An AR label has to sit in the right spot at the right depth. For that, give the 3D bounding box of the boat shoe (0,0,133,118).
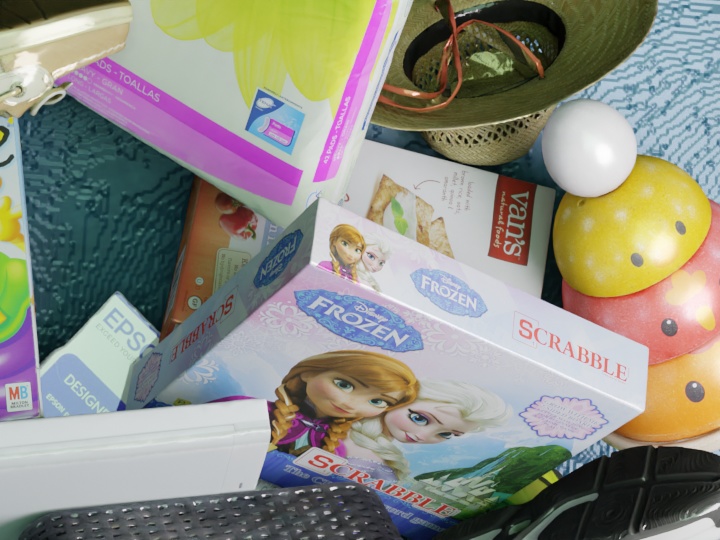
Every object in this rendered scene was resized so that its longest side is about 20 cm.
[{"bbox_3d":[-0.203,-0.086,1.111,0.199,0.073,0.064,-23,112,-19],"label":"boat shoe"}]

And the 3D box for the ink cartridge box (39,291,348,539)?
[{"bbox_3d":[-0.134,0.150,1.224,0.198,0.043,0.200,45,80,-5],"label":"ink cartridge box"}]

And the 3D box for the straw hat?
[{"bbox_3d":[0.071,-0.108,1.249,0.200,0.201,0.086,-21,131,-10],"label":"straw hat"}]

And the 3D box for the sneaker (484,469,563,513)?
[{"bbox_3d":[0.120,0.203,1.260,0.083,0.074,0.201,-27,97,20],"label":"sneaker"}]

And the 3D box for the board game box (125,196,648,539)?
[{"bbox_3d":[0.010,0.060,1.153,0.199,0.199,0.041,23,53,-22],"label":"board game box"}]

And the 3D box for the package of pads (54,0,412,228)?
[{"bbox_3d":[-0.077,-0.137,1.157,0.199,0.068,0.155,30,120,17],"label":"package of pads"}]

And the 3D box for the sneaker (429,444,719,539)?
[{"bbox_3d":[0.131,0.168,1.171,0.200,0.076,0.116,-24,113,32],"label":"sneaker"}]

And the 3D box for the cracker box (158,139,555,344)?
[{"bbox_3d":[0.000,0.000,1.231,0.198,0.058,0.135,14,65,-9],"label":"cracker box"}]

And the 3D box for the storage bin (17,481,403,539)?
[{"bbox_3d":[-0.071,0.196,1.140,0.198,0.094,0.136,-5,116,-17],"label":"storage bin"}]

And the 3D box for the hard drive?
[{"bbox_3d":[-0.151,0.107,1.137,0.198,0.132,0.026,-5,65,-12],"label":"hard drive"}]

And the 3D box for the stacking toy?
[{"bbox_3d":[0.147,-0.010,1.195,0.146,0.146,0.200,-42,125,-9],"label":"stacking toy"}]

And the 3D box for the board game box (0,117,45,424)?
[{"bbox_3d":[-0.222,0.000,1.163,0.102,0.105,0.202,-5,70,-9],"label":"board game box"}]
